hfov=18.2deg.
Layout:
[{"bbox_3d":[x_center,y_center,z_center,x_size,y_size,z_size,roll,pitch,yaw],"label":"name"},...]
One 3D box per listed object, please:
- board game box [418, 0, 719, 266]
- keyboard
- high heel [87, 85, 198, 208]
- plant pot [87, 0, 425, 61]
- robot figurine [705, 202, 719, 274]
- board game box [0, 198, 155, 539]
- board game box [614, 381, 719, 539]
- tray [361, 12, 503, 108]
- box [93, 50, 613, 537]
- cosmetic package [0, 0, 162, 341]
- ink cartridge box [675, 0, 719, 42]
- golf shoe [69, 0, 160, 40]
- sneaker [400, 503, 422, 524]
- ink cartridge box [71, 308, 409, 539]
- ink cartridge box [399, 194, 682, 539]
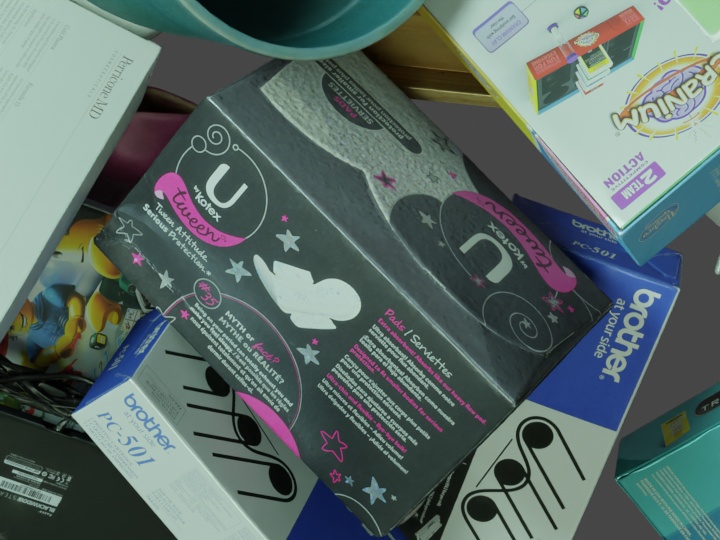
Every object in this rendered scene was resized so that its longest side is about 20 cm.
[{"bbox_3d":[0.119,-0.123,1.008,0.153,0.040,0.200,-39,61,3],"label":"board game box"},{"bbox_3d":[-0.159,0.088,1.108,0.200,0.040,0.104,22,115,-21],"label":"keyboard"},{"bbox_3d":[-0.179,-0.107,1.150,0.200,0.067,0.096,32,128,-22],"label":"high heel"},{"bbox_3d":[-0.082,-0.195,1.005,0.188,0.200,0.200,7,124,49],"label":"plant pot"},{"bbox_3d":[0.223,-0.086,1.041,0.200,0.113,0.170,-39,95,3],"label":"robot figurine"},{"bbox_3d":[-0.173,0.057,1.128,0.126,0.035,0.200,20,93,-17],"label":"board game box"},{"bbox_3d":[0.260,0.107,1.184,0.200,0.047,0.151,-33,106,23],"label":"board game box"},{"bbox_3d":[0.084,-0.131,1.108,0.200,0.037,0.099,6,116,7],"label":"tray"},{"bbox_3d":[0.000,0.000,1.080,0.200,0.132,0.115,46,125,4],"label":"box"},{"bbox_3d":[-0.202,-0.060,1.057,0.151,0.200,0.052,26,143,-1],"label":"cosmetic package"},{"bbox_3d":[0.152,-0.202,0.970,0.145,0.048,0.200,-41,62,8],"label":"ink cartridge box"},{"bbox_3d":[-0.174,-0.179,1.101,0.073,0.092,0.200,-40,105,22],"label":"golf shoe"},{"bbox_3d":[-0.022,0.053,1.171,0.088,0.081,0.200,-25,94,34],"label":"sneaker"},{"bbox_3d":[-0.047,0.112,1.094,0.044,0.094,0.200,-31,106,29],"label":"ink cartridge box"},{"bbox_3d":[0.091,0.068,1.190,0.094,0.044,0.200,20,118,0],"label":"ink cartridge box"}]
